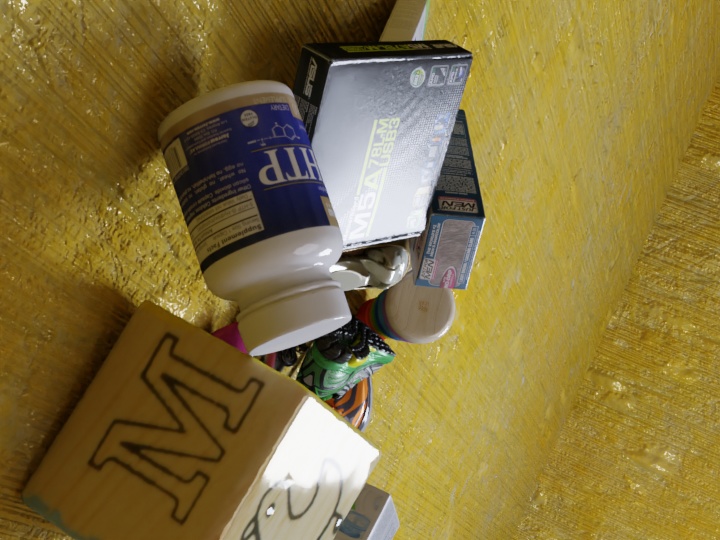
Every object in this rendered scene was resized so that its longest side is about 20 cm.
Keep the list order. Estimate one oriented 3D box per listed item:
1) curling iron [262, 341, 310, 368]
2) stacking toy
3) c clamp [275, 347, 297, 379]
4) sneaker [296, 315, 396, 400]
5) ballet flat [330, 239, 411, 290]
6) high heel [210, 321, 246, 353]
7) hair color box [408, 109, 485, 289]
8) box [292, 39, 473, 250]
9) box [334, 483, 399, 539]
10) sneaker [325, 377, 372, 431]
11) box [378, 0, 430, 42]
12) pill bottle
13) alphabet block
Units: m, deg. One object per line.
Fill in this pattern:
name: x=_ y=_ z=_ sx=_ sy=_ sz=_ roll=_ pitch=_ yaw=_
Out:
curling iron: x=-0.097 y=0.145 z=1.440 sx=0.026 sy=0.049 sz=0.201 roll=142 pitch=-34 yaw=-64
stacking toy: x=0.043 y=0.055 z=1.620 sx=0.086 sy=0.085 sz=0.200 roll=-61 pitch=-170 yaw=-16
c clamp: x=-0.069 y=0.115 z=1.554 sx=0.200 sy=0.027 sz=0.171 roll=-56 pitch=157 yaw=-31
sneaker: x=-0.024 y=0.103 z=1.554 sx=0.085 sy=0.078 sz=0.200 roll=-52 pitch=164 yaw=14
ballet flat: x=0.000 y=0.000 z=1.422 sx=0.199 sy=0.063 sz=0.069 roll=-7 pitch=121 yaw=-41
high heel: x=-0.133 y=0.143 z=1.366 sx=0.096 sy=0.067 sz=0.201 roll=-42 pitch=137 yaw=-30
hair color box: x=0.087 y=-0.082 z=1.451 sx=0.201 sy=0.060 sz=0.100 roll=-93 pitch=-169 yaw=-49
box: x=0.006 y=-0.117 z=1.262 sx=0.192 sy=0.047 sz=0.201 roll=-12 pitch=126 yaw=-46
box: x=-0.072 y=0.266 z=1.454 sx=0.113 sy=0.199 sz=0.102 roll=-60 pitch=160 yaw=-23
sneaker: x=-0.052 y=0.197 z=1.611 sx=0.201 sy=0.077 sz=0.112 roll=-68 pitch=161 yaw=0
box: x=0.037 y=-0.195 z=1.397 sx=0.200 sy=0.036 sz=0.145 roll=-69 pitch=168 yaw=-58
pill bottle: x=-0.081 y=-0.040 z=1.086 sx=0.120 sy=0.119 sz=0.201 roll=5 pitch=64 yaw=-69
alphabet block: x=-0.133 y=0.175 z=1.159 sx=0.201 sy=0.196 sz=0.195 roll=-59 pitch=151 yaw=-9
